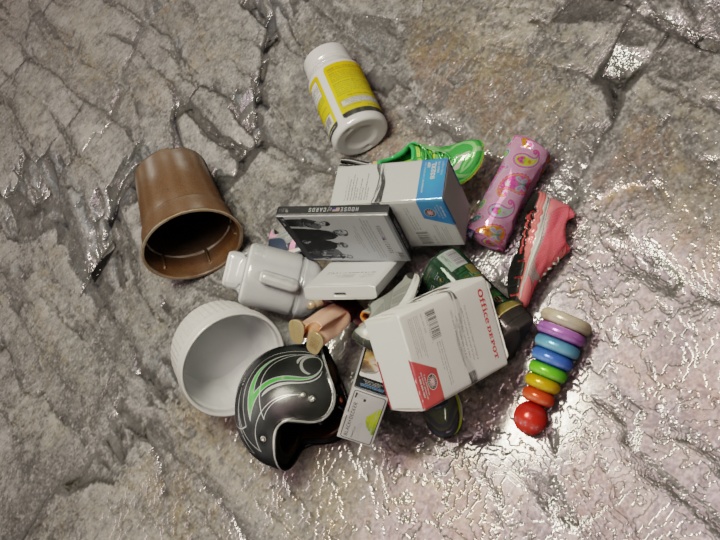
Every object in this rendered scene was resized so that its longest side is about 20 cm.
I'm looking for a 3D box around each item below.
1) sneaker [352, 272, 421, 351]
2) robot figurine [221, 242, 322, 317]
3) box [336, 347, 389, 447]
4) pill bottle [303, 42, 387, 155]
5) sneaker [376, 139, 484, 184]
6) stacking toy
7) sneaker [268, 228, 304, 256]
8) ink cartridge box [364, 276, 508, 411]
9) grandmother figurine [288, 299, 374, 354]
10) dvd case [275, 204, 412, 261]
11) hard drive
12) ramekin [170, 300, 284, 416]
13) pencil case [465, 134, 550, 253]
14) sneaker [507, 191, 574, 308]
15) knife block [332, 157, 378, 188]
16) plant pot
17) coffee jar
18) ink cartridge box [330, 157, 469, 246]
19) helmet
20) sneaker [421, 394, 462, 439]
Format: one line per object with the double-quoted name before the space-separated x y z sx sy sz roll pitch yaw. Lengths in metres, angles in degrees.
"sneaker" 0.049 0.061 1.375 0.078 0.075 0.201 18 37 13
"robot figurine" -0.149 0.019 1.526 0.198 0.170 0.114 14 93 -8
"box" 0.021 0.174 1.376 0.059 0.201 0.118 18 124 1
"pill bottle" -0.034 -0.334 1.623 0.113 0.114 0.202 -29 65 12
"sneaker" 0.118 -0.182 1.454 0.198 0.084 0.075 -14 67 16
"stacking toy" 0.296 0.165 1.347 0.085 0.085 0.202 22 89 27
"sneaker" -0.088 -0.070 1.586 0.198 0.070 0.083 -16 68 15
"ink cartridge box" 0.120 0.110 1.287 0.082 0.199 0.149 -11 97 51
"grandmother figurine" -0.034 0.076 1.463 0.121 0.200 0.061 37 128 13
"dvd case" -0.025 -0.061 1.415 0.198 0.151 0.025 0 62 21
"hard drive" 0.000 0.000 1.467 0.130 0.200 0.027 -2 111 23
"ramekin" -0.246 0.149 1.514 0.201 0.200 0.105 -55 37 -2
"pencil case" 0.252 -0.131 1.453 0.087 0.087 0.202 26 86 28
"sneaker" 0.306 -0.025 1.404 0.086 0.074 0.203 15 91 -5
"knife block" 0.053 -0.166 1.559 0.199 0.064 0.177 -31 65 12
"plant pot" -0.353 -0.122 1.655 0.199 0.200 0.200 -32 57 11
"coffee jar" 0.193 0.060 1.405 0.200 0.085 0.105 44 133 28
"ink cartridge box" 0.068 -0.109 1.411 0.198 0.145 0.085 -2 62 23
"helmet" -0.123 0.231 1.439 0.189 0.200 0.202 -21 66 3
"sneaker" 0.115 0.184 1.410 0.073 0.081 0.202 -23 66 15
